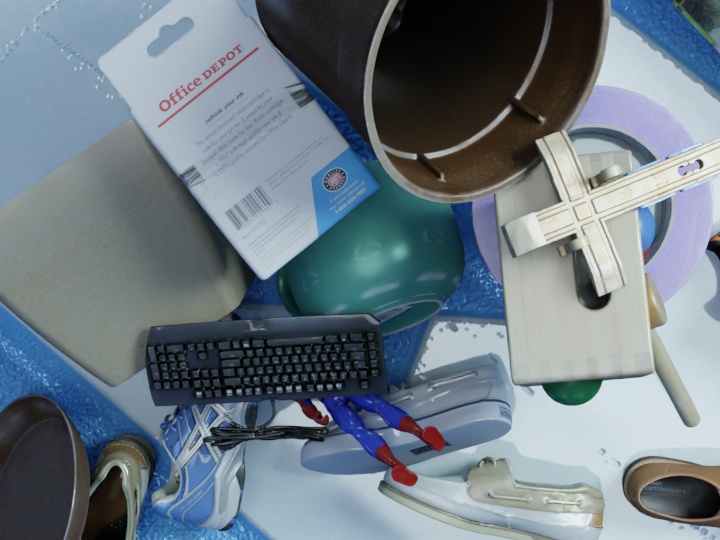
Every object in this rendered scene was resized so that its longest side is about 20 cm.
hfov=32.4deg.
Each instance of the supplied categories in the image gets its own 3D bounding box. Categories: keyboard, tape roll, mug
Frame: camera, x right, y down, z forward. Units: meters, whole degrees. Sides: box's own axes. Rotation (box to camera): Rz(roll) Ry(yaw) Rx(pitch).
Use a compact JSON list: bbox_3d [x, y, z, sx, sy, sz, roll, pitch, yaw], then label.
[{"bbox_3d":[-0.075,0.097,1.020,0.198,0.021,0.128,-4,118,8],"label":"keyboard"},{"bbox_3d":[0.196,-0.054,1.059,0.198,0.085,0.202,0,92,8],"label":"tape roll"},{"bbox_3d":[0.010,-0.004,1.058,0.151,0.185,0.115,-16,73,-10],"label":"mug"}]

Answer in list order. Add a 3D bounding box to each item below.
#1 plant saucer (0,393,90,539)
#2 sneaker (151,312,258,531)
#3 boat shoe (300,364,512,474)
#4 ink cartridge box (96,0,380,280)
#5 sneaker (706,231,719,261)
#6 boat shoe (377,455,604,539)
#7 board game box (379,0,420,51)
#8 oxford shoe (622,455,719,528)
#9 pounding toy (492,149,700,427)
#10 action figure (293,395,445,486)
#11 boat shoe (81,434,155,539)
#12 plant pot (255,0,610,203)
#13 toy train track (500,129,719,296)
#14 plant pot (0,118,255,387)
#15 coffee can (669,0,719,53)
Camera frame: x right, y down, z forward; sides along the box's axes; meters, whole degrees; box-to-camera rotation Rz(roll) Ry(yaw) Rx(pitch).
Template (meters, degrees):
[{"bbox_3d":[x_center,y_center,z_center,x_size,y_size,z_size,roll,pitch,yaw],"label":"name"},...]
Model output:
[{"bbox_3d":[-0.304,0.214,1.129,0.199,0.034,0.202,-20,62,42],"label":"plant saucer"},{"bbox_3d":[-0.139,0.136,1.116,0.076,0.076,0.202,7,92,-19],"label":"sneaker"},{"bbox_3d":[0.038,0.134,1.108,0.199,0.074,0.066,-14,60,15],"label":"boat shoe"},{"bbox_3d":[-0.092,-0.107,0.931,0.116,0.068,0.200,-38,98,-4],"label":"ink cartridge box"},{"bbox_3d":[0.346,0.052,1.034,0.089,0.070,0.202,-15,84,-17],"label":"sneaker"},{"bbox_3d":[0.117,0.198,1.094,0.198,0.075,0.069,17,89,1],"label":"boat shoe"},{"bbox_3d":[0.039,-0.202,1.051,0.045,0.134,0.201,-24,89,9],"label":"board game box"},{"bbox_3d":[0.328,0.196,1.058,0.198,0.071,0.072,-2,91,7],"label":"oxford shoe"},{"bbox_3d":[0.184,0.026,0.944,0.141,0.184,0.202,-6,83,10],"label":"pounding toy"},{"bbox_3d":[-0.014,0.111,1.077,0.200,0.052,0.066,31,83,45],"label":"action figure"},{"bbox_3d":[-0.246,0.253,1.142,0.074,0.068,0.202,15,96,2],"label":"boat shoe"},{"bbox_3d":[0.034,-0.181,0.864,0.201,0.200,0.198,-56,45,7],"label":"plant pot"},{"bbox_3d":[0.191,-0.057,0.841,0.199,0.033,0.115,-22,87,-12],"label":"toy train track"},{"bbox_3d":[-0.199,-0.020,1.079,0.199,0.200,0.178,-32,100,9],"label":"plant pot"},{"bbox_3d":[0.346,-0.224,0.996,0.146,0.146,0.200,-43,86,8],"label":"coffee can"}]
